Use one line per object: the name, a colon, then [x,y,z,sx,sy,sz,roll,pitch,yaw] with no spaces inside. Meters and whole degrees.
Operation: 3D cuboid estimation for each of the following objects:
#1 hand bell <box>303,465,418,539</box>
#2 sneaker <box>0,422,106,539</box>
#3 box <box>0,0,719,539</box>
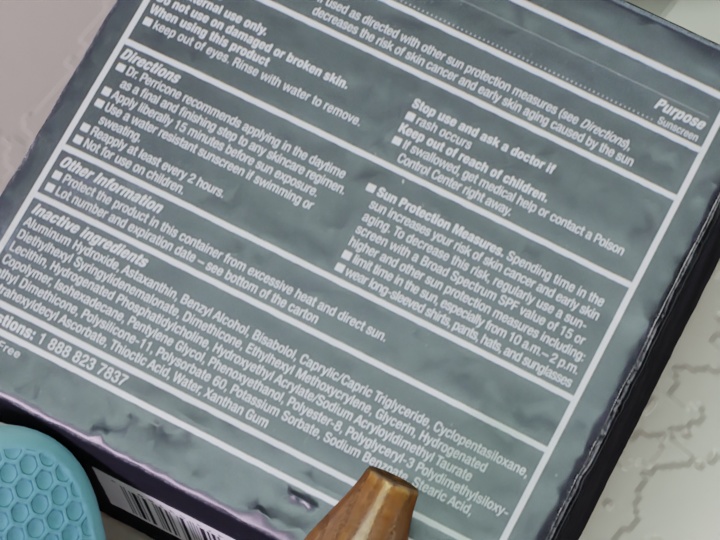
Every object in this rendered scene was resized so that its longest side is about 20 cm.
hand bell: [-0.036,0.146,0.760,0.104,0.104,0.201,26,94,11]
sneaker: [-0.125,0.136,0.854,0.079,0.130,0.201,-13,104,-35]
box: [0.000,0.000,0.863,0.199,0.123,0.199,27,75,10]
